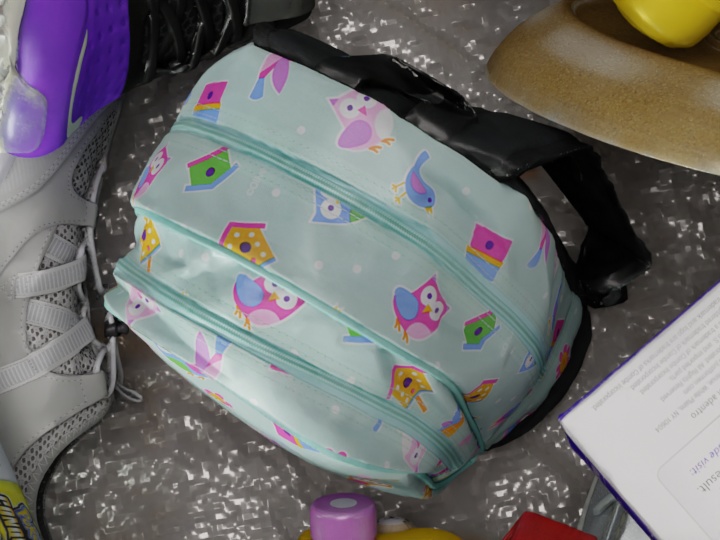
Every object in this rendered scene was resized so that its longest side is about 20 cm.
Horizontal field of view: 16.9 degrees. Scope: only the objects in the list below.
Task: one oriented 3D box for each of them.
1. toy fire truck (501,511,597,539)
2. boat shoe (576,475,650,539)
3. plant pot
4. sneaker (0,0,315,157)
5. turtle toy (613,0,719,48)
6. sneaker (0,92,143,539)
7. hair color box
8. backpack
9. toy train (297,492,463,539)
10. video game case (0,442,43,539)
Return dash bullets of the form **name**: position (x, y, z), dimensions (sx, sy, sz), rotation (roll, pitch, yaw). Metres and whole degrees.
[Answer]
- **toy fire truck**: position (0.070, 0.193, 0.779), dimensions (0.141, 0.049, 0.200), rotation (23, 109, 5)
- **boat shoe**: position (0.142, 0.041, 0.825), dimensions (0.074, 0.065, 0.202), rotation (40, 89, 11)
- **plant pot**: position (0.140, -0.059, 0.776), dimensions (0.200, 0.200, 0.028), rotation (12, 105, 8)
- **sneaker**: position (-0.065, -0.101, 0.824), dimensions (0.099, 0.200, 0.070), rotation (16, 128, 0)
- **turtle toy**: position (0.108, -0.167, 0.750), dimensions (0.101, 0.200, 0.146), rotation (37, 112, -12)
- **sneaker**: position (-0.112, 0.021, 0.862), dimensions (0.082, 0.075, 0.200), rotation (17, 94, 0)
- **hair color box**: position (0.167, 0.089, 0.750), dimensions (0.109, 0.065, 0.200), rotation (-40, 74, 0)
- **backpack**: position (0.000, 0.000, 0.779), dimensions (0.167, 0.200, 0.127), rotation (22, 85, 9)
- **toy train**: position (0.013, 0.155, 0.833), dimensions (0.200, 0.056, 0.150), rotation (25, 107, 1)
- **video game case**: position (-0.164, 0.156, 0.792), dimensions (0.200, 0.025, 0.181), rotation (-46, 55, 24)
